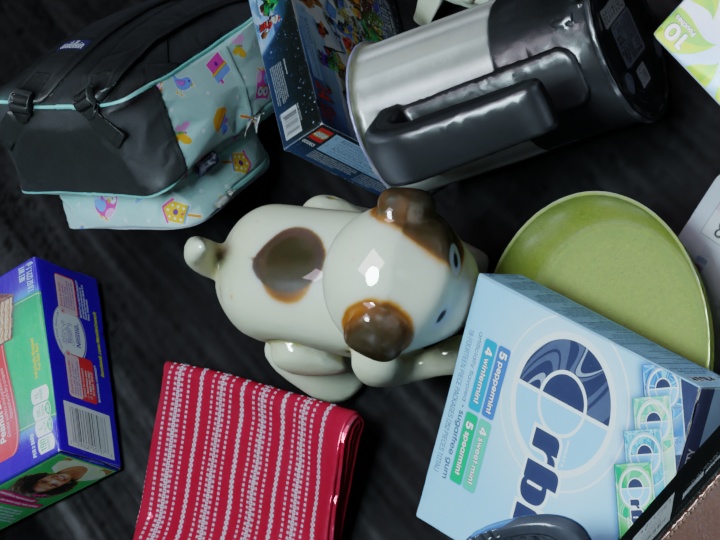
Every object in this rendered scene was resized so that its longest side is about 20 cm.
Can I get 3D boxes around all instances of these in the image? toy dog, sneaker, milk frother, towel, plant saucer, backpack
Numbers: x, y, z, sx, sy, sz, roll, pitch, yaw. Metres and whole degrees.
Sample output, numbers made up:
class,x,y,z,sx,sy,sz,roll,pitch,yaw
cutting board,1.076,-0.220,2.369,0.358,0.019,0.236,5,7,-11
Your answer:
class,x,y,z,sx,sy,sz,roll,pitch,yaw
toy dog,0.000,0.000,1.753,0.200,0.194,0.140,-1,62,60
sneaker,0.081,0.193,1.631,0.066,0.078,0.200,52,131,4
milk frother,0.073,-0.164,1.744,0.188,0.180,0.201,-18,88,26
towel,-0.082,0.151,1.871,0.200,0.022,0.145,13,93,43
plant saucer,0.155,0.050,1.689,0.200,0.031,0.201,-5,83,48
backpack,-0.146,-0.122,1.953,0.175,0.154,0.200,-2,35,41

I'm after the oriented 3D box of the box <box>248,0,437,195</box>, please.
class,x,y,z,sx,sy,sz,roll,pitch,yaw
box,-0.016,-0.153,1.876,0.038,0.136,0.201,-32,55,28

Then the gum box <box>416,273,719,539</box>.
class,x,y,z,sx,sy,sz,roll,pitch,yaw
gum box,0.133,0.115,1.654,0.200,0.044,0.171,28,109,45

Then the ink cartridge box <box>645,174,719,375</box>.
class,x,y,z,sx,sy,sz,roll,pitch,yaw
ink cartridge box,0.234,0.061,1.642,0.162,0.057,0.200,37,94,43

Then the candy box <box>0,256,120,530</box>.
class,x,y,z,sx,sy,sz,roll,pitch,yaw
candy box,-0.288,0.109,2.042,0.200,0.077,0.170,-29,57,30

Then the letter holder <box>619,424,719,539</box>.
class,x,y,z,sx,sy,sz,roll,pitch,yaw
letter holder,0.206,0.208,1.528,0.142,0.101,0.200,39,106,-1

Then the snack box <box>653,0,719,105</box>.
class,x,y,z,sx,sy,sz,roll,pitch,yaw
snack box,0.297,-0.125,1.622,0.142,0.053,0.200,-48,67,17

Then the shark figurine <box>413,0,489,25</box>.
class,x,y,z,sx,sy,sz,roll,pitch,yaw
shark figurine,0.052,-0.267,1.897,0.089,0.128,0.215,-28,76,-19
